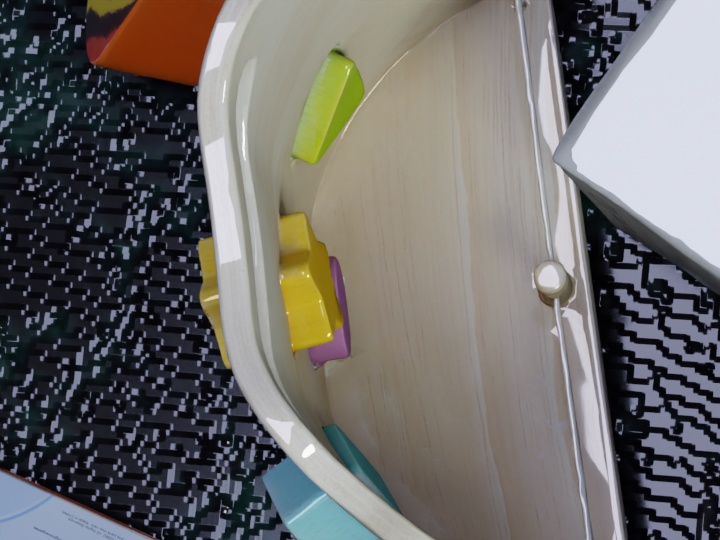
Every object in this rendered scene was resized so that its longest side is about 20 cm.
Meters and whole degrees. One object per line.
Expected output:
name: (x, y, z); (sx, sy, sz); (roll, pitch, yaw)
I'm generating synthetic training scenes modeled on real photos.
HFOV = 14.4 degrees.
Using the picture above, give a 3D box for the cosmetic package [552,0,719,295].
cosmetic package: (0.155, 0.006, 0.753); (0.200, 0.102, 0.074); (34, 91, 18)

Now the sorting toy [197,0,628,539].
sorting toy: (0.000, 0.000, 0.755); (0.107, 0.180, 0.200); (-10, 79, 14)

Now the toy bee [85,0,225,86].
toy bee: (-0.016, -0.133, 0.799); (0.200, 0.131, 0.109); (-18, 62, 39)

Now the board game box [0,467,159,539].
board game box: (-0.116, 0.105, 0.830); (0.200, 0.019, 0.103); (23, 54, 17)
